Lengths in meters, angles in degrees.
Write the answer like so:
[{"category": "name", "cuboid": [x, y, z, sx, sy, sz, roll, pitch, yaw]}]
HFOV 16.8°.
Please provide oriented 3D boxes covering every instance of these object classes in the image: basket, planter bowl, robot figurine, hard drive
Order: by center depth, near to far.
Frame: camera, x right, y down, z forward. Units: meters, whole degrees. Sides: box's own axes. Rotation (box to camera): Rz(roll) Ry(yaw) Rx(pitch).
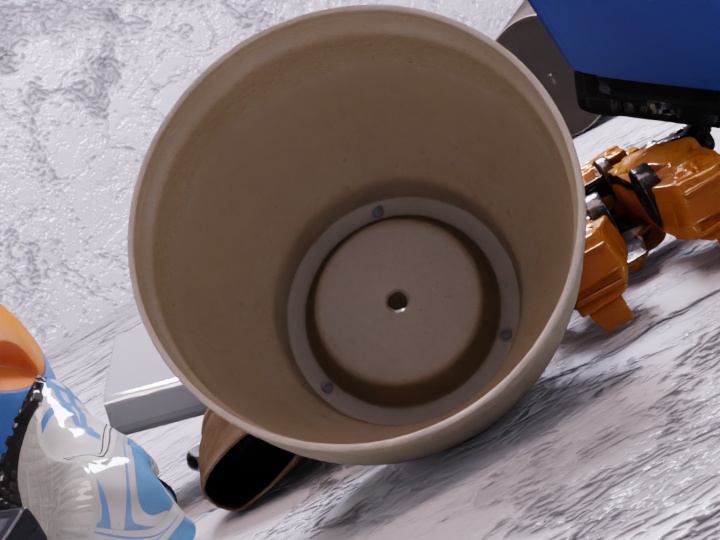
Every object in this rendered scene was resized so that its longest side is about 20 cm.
[{"category": "planter bowl", "cuboid": [0.010, -0.001, 1.095, 0.199, 0.201, 0.135, -29, -21, 2]}, {"category": "robot figurine", "cuboid": [0.128, -0.021, 1.218, 0.144, 0.059, 0.200, -29, 6, -1]}, {"category": "hard drive", "cuboid": [-0.044, 0.040, 1.387, 0.198, 0.026, 0.132, -15, 15, 2]}, {"category": "basket", "cuboid": [0.195, -0.202, 2.154, 0.179, 0.137, 0.200, -20, 13, 31]}]

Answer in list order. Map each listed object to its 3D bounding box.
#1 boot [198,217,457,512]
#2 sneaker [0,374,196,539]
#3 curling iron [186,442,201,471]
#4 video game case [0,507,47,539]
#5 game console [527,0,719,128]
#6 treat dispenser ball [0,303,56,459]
[{"category": "boot", "cuboid": [-0.007, 0.049, 1.207, 0.200, 0.074, 0.076, -44, 12, 22]}, {"category": "sneaker", "cuboid": [-0.136, 0.107, 1.218, 0.072, 0.072, 0.200, -68, 24, 7]}, {"category": "curling iron", "cuboid": [-0.031, 0.071, 1.373, 0.049, 0.026, 0.200, -16, 12, 40]}, {"category": "video game case", "cuboid": [-0.259, 0.185, 1.097, 0.199, 0.026, 0.181, -13, 30, 32]}, {"category": "game console", "cuboid": [0.195, -0.130, 1.174, 0.199, 0.119, 0.170, 12, 32, 38]}, {"category": "treat dispenser ball", "cuboid": [-0.279, 0.101, 1.484, 0.200, 0.202, 0.201, -29, 5, 3]}]
